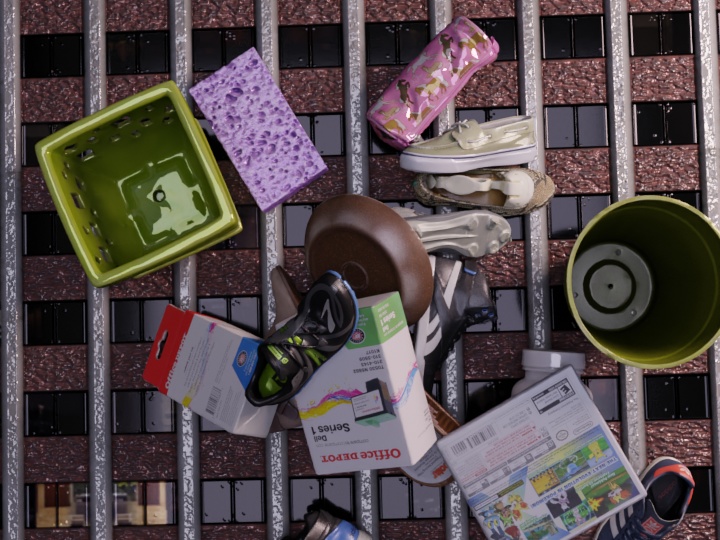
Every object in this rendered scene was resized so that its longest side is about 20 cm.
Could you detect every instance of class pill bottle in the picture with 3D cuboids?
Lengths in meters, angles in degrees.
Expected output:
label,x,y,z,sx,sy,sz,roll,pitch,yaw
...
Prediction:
label,x,y,z,sx,sy,sz,roll,pitch,yaw
pill bottle,0.250,0.207,1.150,0.107,0.109,0.203,3,87,2

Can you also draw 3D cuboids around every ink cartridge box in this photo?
label,x,y,z,sx,sy,sz,roll,pitch,yaw
ink cartridge box,-0.004,0.142,1.089,0.143,0.084,0.202,-12,97,27
ink cartridge box,-0.192,0.129,1.157,0.199,0.067,0.117,20,90,39

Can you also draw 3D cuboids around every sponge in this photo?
label,x,y,z,sx,sy,sz,roll,pitch,yaw
sponge,-0.141,-0.194,1.218,0.111,0.030,0.201,-32,87,0

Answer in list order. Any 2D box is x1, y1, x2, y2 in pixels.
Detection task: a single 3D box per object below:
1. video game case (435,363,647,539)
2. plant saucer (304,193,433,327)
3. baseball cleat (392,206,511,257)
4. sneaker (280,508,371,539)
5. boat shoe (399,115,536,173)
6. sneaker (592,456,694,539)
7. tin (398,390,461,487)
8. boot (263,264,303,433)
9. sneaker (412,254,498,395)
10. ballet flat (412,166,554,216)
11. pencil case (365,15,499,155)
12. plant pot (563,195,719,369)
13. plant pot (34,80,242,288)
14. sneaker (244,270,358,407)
label,x,y,z,sx,sy,sz,roll,pitch,yaw
video game case,0.222,0.245,1.086,0.199,0.022,0.184,-31,83,5
plant saucer,0.000,0.000,1.138,0.198,0.037,0.203,18,126,26
baseball cleat,0.105,-0.061,1.187,0.198,0.106,0.071,-3,117,-26
sneaker,-0.080,0.416,1.163,0.111,0.077,0.201,32,84,-3
boat shoe,0.144,-0.171,1.172,0.198,0.072,0.063,-9,110,-20
sneaker,0.371,0.338,1.153,0.074,0.085,0.201,30,89,3
tin,0.056,0.204,1.162,0.200,0.042,0.112,43,133,3
boot,-0.117,0.115,1.188,0.145,0.070,0.201,-33,79,8
sneaker,0.128,0.084,1.177,0.110,0.073,0.203,6,87,2
ballet flat,0.169,-0.110,1.184,0.197,0.075,0.069,3,89,1
pencil case,0.098,-0.252,1.189,0.086,0.083,0.200,41,88,-5
plant pot,0.341,0.019,1.114,0.197,0.193,0.203,0,87,1
plant pot,-0.272,-0.102,1.141,0.197,0.181,0.202,-24,87,1
sneaker,-0.069,0.088,1.013,0.071,0.083,0.200,42,115,13
